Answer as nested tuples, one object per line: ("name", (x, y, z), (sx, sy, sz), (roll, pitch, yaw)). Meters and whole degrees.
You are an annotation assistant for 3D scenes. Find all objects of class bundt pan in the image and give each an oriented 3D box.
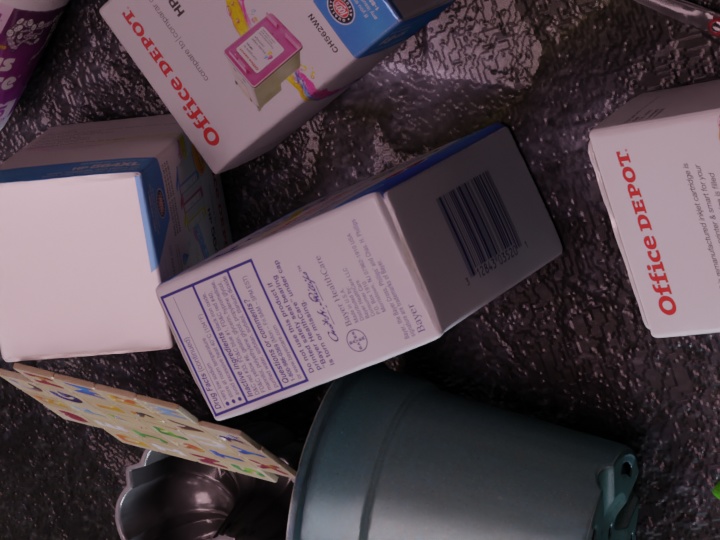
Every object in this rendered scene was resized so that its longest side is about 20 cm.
("bundt pan", (-0.079, 0.197, 1.863), (0.202, 0.076, 0.202), (11, 112, 28))

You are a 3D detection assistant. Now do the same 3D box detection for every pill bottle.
("pill bottle", (-0.270, -0.197, 1.809), (0.112, 0.112, 0.200), (40, 124, 12))

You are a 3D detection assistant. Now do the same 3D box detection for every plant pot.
("plant pot", (0.077, 0.172, 1.703), (0.196, 0.200, 0.200), (10, 113, 18))

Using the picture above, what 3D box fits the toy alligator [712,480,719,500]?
("toy alligator", (0.311, 0.207, 1.651), (0.200, 0.059, 0.054), (38, 165, 12))

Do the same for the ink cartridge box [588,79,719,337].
("ink cartridge box", (0.260, -0.047, 1.552), (0.200, 0.084, 0.145), (-8, 109, 36))

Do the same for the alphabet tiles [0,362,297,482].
("alphabet tiles", (-0.147, 0.107, 1.744), (0.200, 0.166, 0.006), (12, 75, 27))

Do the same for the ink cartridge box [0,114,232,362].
("ink cartridge box", (-0.173, -0.031, 1.773), (0.125, 0.200, 0.129), (-5, 107, 14))

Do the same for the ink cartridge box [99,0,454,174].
("ink cartridge box", (-0.059, -0.180, 1.705), (0.200, 0.085, 0.145), (-37, 87, 37))

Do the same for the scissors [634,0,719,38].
("scissors", (0.239, -0.155, 1.581), (0.200, 0.014, 0.073), (39, 126, 14))

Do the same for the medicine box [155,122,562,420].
("medicine box", (0.000, 0.000, 1.677), (0.200, 0.182, 0.103), (-21, 96, 34))
